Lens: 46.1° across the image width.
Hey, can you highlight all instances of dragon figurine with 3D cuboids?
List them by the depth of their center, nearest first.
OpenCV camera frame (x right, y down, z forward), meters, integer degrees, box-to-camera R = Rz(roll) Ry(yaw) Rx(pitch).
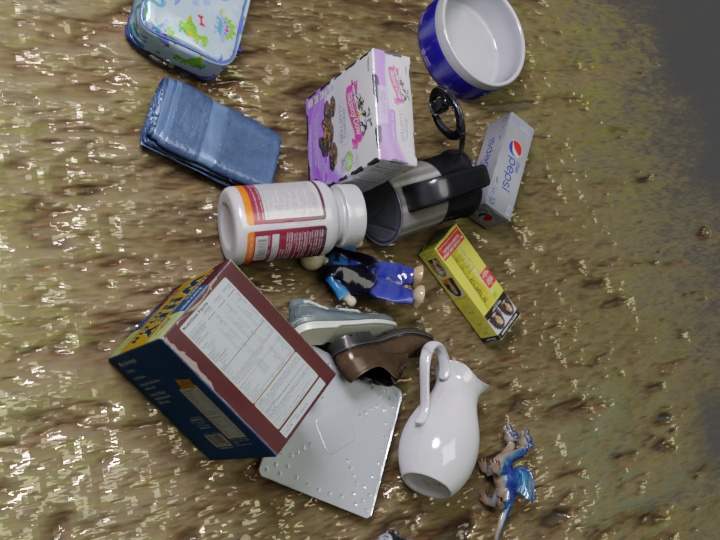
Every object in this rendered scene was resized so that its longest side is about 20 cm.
[{"bbox_3d":[0.250,0.356,1.399,0.098,0.059,0.203,4,76,-33],"label":"dragon figurine"}]

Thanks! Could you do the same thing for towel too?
[{"bbox_3d":[-0.212,-0.189,1.222,0.198,0.048,0.113,24,66,-27],"label":"towel"}]

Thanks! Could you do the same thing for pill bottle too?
[{"bbox_3d":[-0.098,-0.072,1.216,0.197,0.109,0.111,-6,82,-25],"label":"pill bottle"}]

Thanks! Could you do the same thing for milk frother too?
[{"bbox_3d":[0.091,-0.171,1.355,0.187,0.180,0.202,-20,77,-37],"label":"milk frother"}]

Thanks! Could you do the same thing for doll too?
[{"bbox_3d":[0.000,0.000,1.306,0.197,0.049,0.138,14,48,-15],"label":"doll"}]

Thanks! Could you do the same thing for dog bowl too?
[{"bbox_3d":[0.203,-0.418,1.540,0.198,0.078,0.203,8,74,-32],"label":"dog bowl"}]

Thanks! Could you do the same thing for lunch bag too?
[{"bbox_3d":[-0.242,-0.388,1.228,0.159,0.082,0.203,19,69,-28],"label":"lunch bag"}]

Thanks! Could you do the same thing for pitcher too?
[{"bbox_3d":[0.118,0.227,1.297,0.172,0.120,0.202,49,50,-34],"label":"pitcher"}]

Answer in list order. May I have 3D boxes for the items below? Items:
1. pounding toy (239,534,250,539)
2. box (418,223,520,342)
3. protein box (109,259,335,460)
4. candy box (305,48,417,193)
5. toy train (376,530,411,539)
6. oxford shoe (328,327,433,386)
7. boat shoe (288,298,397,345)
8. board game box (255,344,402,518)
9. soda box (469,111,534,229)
[{"bbox_3d":[-0.189,0.427,1.025,0.197,0.184,0.144,-9,84,-26],"label":"pounding toy"},{"bbox_3d":[0.187,0.023,1.442,0.075,0.050,0.201,-45,104,-32],"label":"box"},{"bbox_3d":[-0.179,0.122,1.077,0.200,0.198,0.135,48,57,-15],"label":"protein box"},{"bbox_3d":[-0.004,-0.212,1.276,0.071,0.199,0.170,5,75,-33],"label":"candy box"},{"bbox_3d":[0.090,0.469,1.257,0.199,0.085,0.115,33,50,-21],"label":"toy train"},{"bbox_3d":[0.042,0.138,1.288,0.198,0.073,0.085,-6,65,-40],"label":"oxford shoe"},{"bbox_3d":[-0.026,0.072,1.273,0.198,0.073,0.062,2,55,-41],"label":"boat shoe"},{"bbox_3d":[-0.043,0.236,1.249,0.199,0.026,0.202,29,64,-26],"label":"board game box"},{"bbox_3d":[0.249,-0.180,1.521,0.063,0.068,0.202,30,63,-23],"label":"soda box"}]
